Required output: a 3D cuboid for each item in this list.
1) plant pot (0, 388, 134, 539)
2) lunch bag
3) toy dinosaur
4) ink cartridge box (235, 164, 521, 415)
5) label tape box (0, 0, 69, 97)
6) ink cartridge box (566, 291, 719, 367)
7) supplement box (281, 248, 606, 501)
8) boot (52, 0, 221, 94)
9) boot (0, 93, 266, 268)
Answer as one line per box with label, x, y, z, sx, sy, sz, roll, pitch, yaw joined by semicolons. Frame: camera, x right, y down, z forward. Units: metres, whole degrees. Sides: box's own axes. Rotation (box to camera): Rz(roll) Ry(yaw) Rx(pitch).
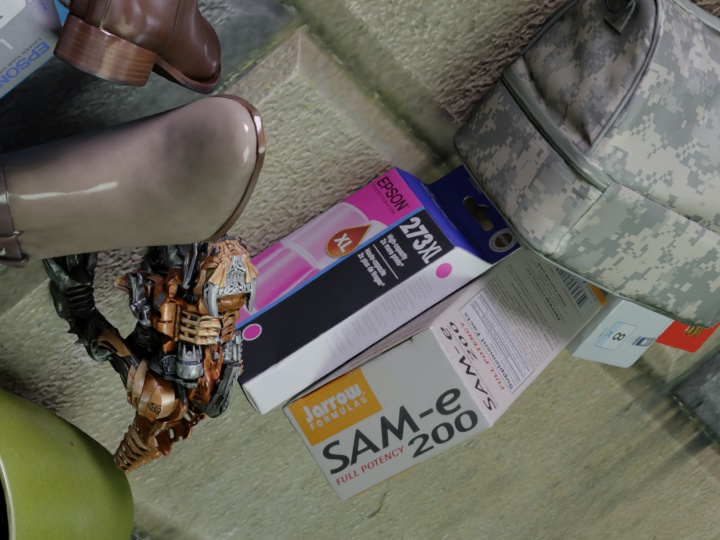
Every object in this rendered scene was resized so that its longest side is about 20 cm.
plant pot;-0.224;0.144;1.385;0.187;0.187;0.200;-46;161;18
lunch bag;0.184;-0.079;1.439;0.199;0.140;0.168;24;114;-36
toy dinosaur;-0.117;0.043;1.360;0.102;0.136;0.200;8;128;-48
ink cartridge box;0.000;0.000;1.444;0.199;0.095;0.037;-31;132;-4
label tape box;-0.222;-0.101;1.145;0.144;0.063;0.200;-38;147;7
ink cartridge box;0.249;0.006;1.724;0.199;0.047;0.160;14;124;-47
supplement box;0.056;0.052;1.475;0.126;0.074;0.200;-30;-175;34
boot;-0.072;-0.190;1.169;0.186;0.064;0.201;-38;152;-78
boot;-0.149;-0.044;1.217;0.145;0.071;0.200;-2;166;-25
